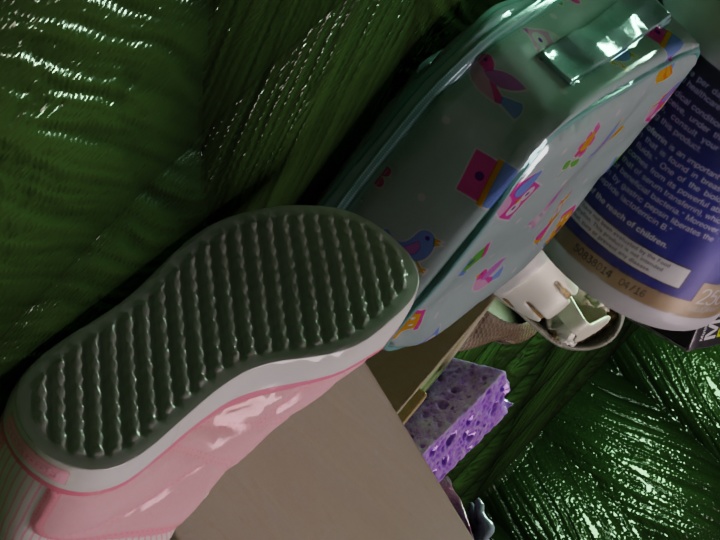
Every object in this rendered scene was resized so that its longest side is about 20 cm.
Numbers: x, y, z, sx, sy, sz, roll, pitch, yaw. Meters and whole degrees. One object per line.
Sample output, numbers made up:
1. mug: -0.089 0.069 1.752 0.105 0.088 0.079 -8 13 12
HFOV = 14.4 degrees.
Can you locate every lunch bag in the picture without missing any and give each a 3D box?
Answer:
1. lunch bag: 0.064 -0.059 1.272 0.160 0.077 0.200 -54 170 31

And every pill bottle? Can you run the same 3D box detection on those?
1. pill bottle: 0.175 -0.078 1.378 0.200 0.116 0.116 -58 168 28

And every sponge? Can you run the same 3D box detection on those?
1. sponge: -0.022 0.105 1.498 0.200 0.112 0.030 -43 134 -35

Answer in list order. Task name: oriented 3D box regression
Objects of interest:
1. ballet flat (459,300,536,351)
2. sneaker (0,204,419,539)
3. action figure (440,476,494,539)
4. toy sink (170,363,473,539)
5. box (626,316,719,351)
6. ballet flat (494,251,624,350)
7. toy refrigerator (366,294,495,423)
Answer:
1. ballet flat: 0.080 0.011 1.718 0.046 0.067 0.200 -35 172 25
2. sneaker: -0.068 0.049 1.104 0.200 0.075 0.105 -31 158 -39
3. action figure: -0.034 0.172 1.592 0.200 0.149 0.134 -6 140 -26
4. toy sink: -0.043 0.127 1.266 0.112 0.200 0.130 -11 -153 51
5. box: 0.231 -0.062 1.511 0.160 0.044 0.200 -11 125 -51
6. ballet flat: 0.109 0.003 1.640 0.067 0.064 0.200 -34 157 12
7. toy refrigerator: -0.015 0.072 1.436 0.200 0.070 0.076 -47 173 -40
